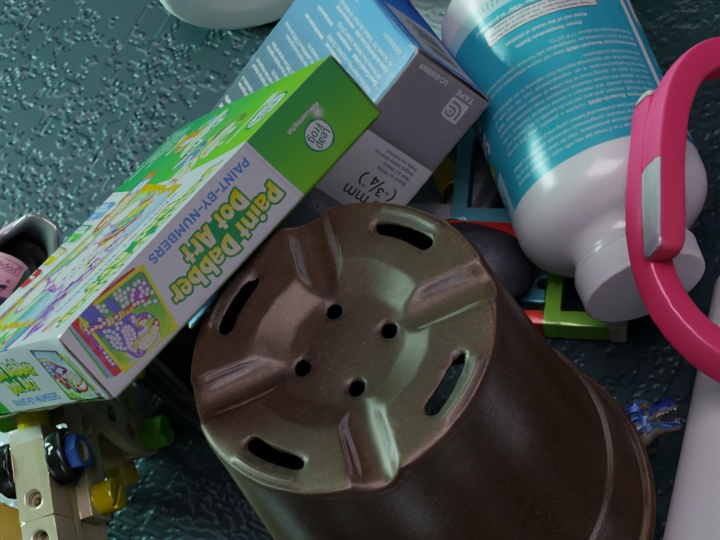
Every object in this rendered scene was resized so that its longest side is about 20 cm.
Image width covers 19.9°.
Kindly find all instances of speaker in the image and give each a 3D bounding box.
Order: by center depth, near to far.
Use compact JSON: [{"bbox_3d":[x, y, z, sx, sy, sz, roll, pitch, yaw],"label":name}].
[{"bbox_3d":[0.207,0.090,1.064,0.081,0.081,0.201,8,52,13],"label":"speaker"}]

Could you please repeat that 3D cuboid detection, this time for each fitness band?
[{"bbox_3d":[0.206,-0.029,1.063,0.143,0.037,0.201,19,58,-17],"label":"fitness band"}]

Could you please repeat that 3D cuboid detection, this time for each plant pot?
[{"bbox_3d":[0.023,0.080,0.996,0.199,0.198,0.202,-12,55,17],"label":"plant pot"}]

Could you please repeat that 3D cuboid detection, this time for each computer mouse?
[{"bbox_3d":[0.000,0.000,1.169,0.198,0.034,0.059,-3,64,9],"label":"computer mouse"}]

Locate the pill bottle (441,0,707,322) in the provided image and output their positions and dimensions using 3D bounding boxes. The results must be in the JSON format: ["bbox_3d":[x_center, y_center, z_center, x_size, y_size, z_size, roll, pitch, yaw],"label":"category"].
[{"bbox_3d":[0.123,-0.074,1.142,0.110,0.111,0.201,-19,62,0],"label":"pill bottle"}]

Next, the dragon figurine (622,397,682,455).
[{"bbox_3d":[0.102,0.149,1.086,0.199,0.059,0.100,-34,63,-9],"label":"dragon figurine"}]

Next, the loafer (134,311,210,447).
[{"bbox_3d":[-0.082,0.056,1.161,0.199,0.063,0.072,28,71,21],"label":"loafer"}]

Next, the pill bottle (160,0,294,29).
[{"bbox_3d":[-0.089,-0.264,1.296,0.113,0.114,0.201,-13,62,2],"label":"pill bottle"}]

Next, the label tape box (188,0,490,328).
[{"bbox_3d":[-0.032,-0.066,1.174,0.200,0.063,0.144,-51,34,14],"label":"label tape box"}]

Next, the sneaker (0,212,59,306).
[{"bbox_3d":[-0.219,0.033,1.130,0.070,0.082,0.200,26,29,-5],"label":"sneaker"}]

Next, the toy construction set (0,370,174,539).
[{"bbox_3d":[-0.137,0.134,1.105,0.092,0.131,0.201,-32,67,12],"label":"toy construction set"}]

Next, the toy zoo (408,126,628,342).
[{"bbox_3d":[0.061,-0.026,1.203,0.198,0.020,0.132,2,64,10],"label":"toy zoo"}]

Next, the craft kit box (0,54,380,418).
[{"bbox_3d":[-0.105,-0.011,1.033,0.049,0.197,0.200,49,65,-16],"label":"craft kit box"}]

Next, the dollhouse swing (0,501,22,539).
[{"bbox_3d":[-0.288,0.196,1.142,0.181,0.175,0.201,-12,52,52],"label":"dollhouse swing"}]
